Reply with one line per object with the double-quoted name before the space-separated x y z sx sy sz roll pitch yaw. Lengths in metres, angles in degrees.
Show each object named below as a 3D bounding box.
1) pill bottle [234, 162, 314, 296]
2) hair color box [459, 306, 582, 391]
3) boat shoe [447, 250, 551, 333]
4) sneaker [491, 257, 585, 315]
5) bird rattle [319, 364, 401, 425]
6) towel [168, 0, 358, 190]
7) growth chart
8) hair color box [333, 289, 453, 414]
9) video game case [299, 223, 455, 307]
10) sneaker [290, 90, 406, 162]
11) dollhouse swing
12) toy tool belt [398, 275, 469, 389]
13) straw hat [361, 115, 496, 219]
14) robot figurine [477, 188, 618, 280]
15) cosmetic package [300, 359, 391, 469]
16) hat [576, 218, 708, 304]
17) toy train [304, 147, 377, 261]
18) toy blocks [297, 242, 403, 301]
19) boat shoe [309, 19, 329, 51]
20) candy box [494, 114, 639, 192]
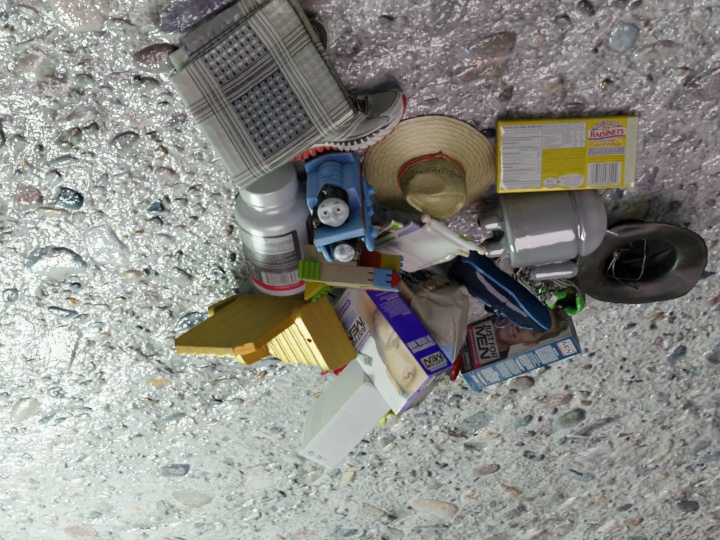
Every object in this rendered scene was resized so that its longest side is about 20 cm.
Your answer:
"pill bottle" -0.121 -0.066 1.377 0.111 0.111 0.200 -6 138 0
"hair color box" 0.265 0.121 1.632 0.200 0.100 0.061 -22 134 16
"boat shoe" 0.226 0.037 1.559 0.200 0.084 0.069 41 125 -15
"sneaker" 0.291 0.007 1.522 0.200 0.085 0.078 24 130 -28
"bird rattle" 0.031 0.160 1.660 0.163 0.113 0.200 -20 124 18
"towel" -0.127 -0.228 1.173 0.192 0.035 0.200 -29 92 23
"growth chart" 0.066 -0.036 1.419 0.145 0.018 0.200 31 149 -36
"hair color box" 0.043 0.110 1.489 0.065 0.200 0.109 -18 152 -43
"video game case" 0.023 0.021 1.554 0.200 0.023 0.182 31 127 -32
"sneaker" -0.037 -0.202 1.258 0.200 0.078 0.082 -12 132 13
"dollhouse swing" -0.151 0.128 1.471 0.200 0.176 0.182 -1 128 38
"toy tool belt" 0.107 0.093 1.558 0.123 0.125 0.200 17 140 17
"straw hat" 0.105 -0.120 1.362 0.201 0.085 0.201 -3 138 -3
"robot figurine" 0.276 -0.068 1.417 0.200 0.113 0.170 -11 103 5
"cosmetic package" -0.017 0.226 1.583 0.074 0.102 0.200 30 123 -18
"hat" 0.437 -0.030 1.505 0.200 0.081 0.201 2 134 2
"toy train" -0.031 -0.099 1.293 0.087 0.200 0.114 -14 126 9
"toy blocks" 0.000 0.000 1.379 0.137 0.100 0.200 5 176 10
"boat shoe" -0.113 -0.232 1.209 0.200 0.067 0.057 -47 168 27
"candy box" 0.290 -0.164 1.349 0.200 0.026 0.102 -2 106 -4
